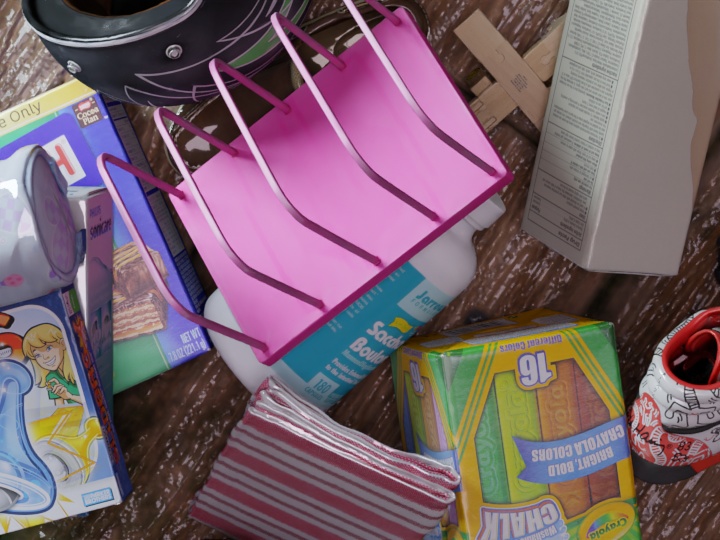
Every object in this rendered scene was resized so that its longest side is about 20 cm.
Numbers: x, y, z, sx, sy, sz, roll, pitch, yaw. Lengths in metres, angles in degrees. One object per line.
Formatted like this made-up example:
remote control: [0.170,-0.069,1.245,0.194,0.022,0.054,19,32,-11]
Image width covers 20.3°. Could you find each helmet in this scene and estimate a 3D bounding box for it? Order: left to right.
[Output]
helmet: [-0.118,-0.203,1.272,0.198,0.200,0.193,1,110,-2]

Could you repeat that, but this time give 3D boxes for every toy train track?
toy train track: [0.074,-0.104,1.370,0.200,0.033,0.115,-41,107,8]

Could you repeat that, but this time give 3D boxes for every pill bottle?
pill bottle: [0.000,0.000,1.323,0.200,0.111,0.111,-42,95,12]

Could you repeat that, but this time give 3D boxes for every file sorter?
file sorter: [-0.039,-0.065,1.225,0.199,0.125,0.140,-37,64,14]

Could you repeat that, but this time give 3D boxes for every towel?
towel: [-0.027,0.148,1.328,0.145,0.200,0.030,26,57,-4]

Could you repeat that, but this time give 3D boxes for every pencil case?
pencil case: [-0.266,-0.013,1.183,0.198,0.083,0.091,-15,59,7]

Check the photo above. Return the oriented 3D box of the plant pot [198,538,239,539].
plant pot: [-0.073,0.296,1.317,0.198,0.200,0.200,19,96,-3]

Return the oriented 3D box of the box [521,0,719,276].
box: [0.176,-0.106,1.316,0.077,0.095,0.202,4,108,-27]

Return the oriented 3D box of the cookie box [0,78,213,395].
cookie box: [-0.210,-0.009,1.347,0.170,0.075,0.202,-24,95,3]

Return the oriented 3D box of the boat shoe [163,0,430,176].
boat shoe: [-0.045,-0.127,1.340,0.201,0.075,0.075,-34,96,2]

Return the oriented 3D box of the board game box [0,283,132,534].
board game box: [-0.252,0.098,1.220,0.198,0.034,0.137,-16,95,6]

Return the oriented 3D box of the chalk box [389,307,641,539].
chalk box: [0.105,0.138,1.334,0.123,0.124,0.202,-11,95,-16]

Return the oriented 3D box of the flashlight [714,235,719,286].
flashlight: [0.278,0.002,1.299,0.067,0.200,0.068,-23,97,2]

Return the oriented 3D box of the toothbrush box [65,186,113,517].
toothbrush box: [-0.234,0.047,1.273,0.145,0.085,0.202,0,98,4]

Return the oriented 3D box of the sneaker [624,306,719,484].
sneaker: [0.264,0.065,1.321,0.200,0.108,0.067,-20,53,-25]
